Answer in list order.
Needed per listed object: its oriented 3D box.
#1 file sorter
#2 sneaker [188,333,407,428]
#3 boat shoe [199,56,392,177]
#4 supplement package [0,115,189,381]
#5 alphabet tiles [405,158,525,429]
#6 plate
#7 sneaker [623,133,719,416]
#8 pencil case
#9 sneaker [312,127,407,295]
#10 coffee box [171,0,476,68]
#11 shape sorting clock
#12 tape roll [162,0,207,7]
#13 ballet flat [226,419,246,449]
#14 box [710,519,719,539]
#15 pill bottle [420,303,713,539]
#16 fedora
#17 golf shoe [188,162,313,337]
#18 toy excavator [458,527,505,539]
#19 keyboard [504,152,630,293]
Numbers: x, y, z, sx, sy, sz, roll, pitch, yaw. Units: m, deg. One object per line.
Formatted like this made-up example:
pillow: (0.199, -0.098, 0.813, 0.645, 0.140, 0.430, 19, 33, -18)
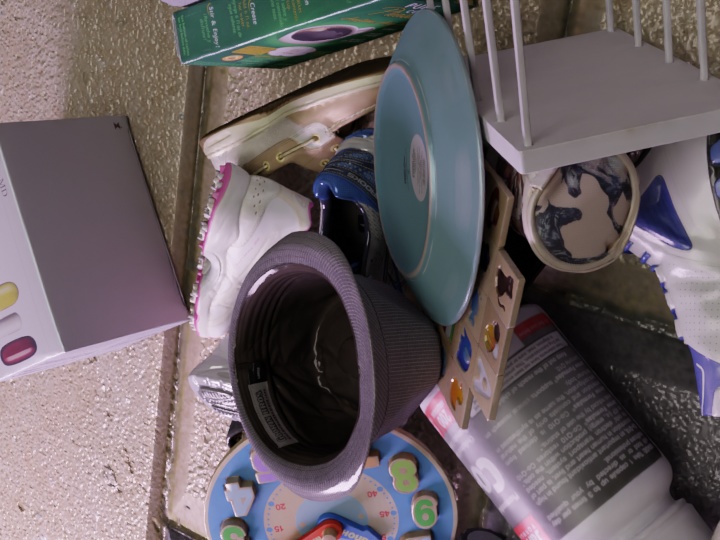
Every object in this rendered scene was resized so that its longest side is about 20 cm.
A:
file sorter: (0.121, -0.156, 0.688, 0.200, 0.137, 0.126, -117, 16, -64)
sneaker: (-0.043, 0.076, 0.957, 0.198, 0.100, 0.078, 10, 147, 28)
boat shoe: (-0.036, -0.111, 0.934, 0.198, 0.074, 0.067, -17, 105, 36)
supplement package: (-0.268, -0.023, 1.057, 0.110, 0.155, 0.202, -21, 86, 35)
alphabet tiles: (0.059, -0.004, 0.763, 0.201, 0.006, 0.168, -116, 29, -55)
plate: (0.036, -0.064, 0.757, 0.200, 0.025, 0.203, 175, 90, -77)
sneaker: (0.214, -0.011, 0.771, 0.114, 0.080, 0.202, -1, 92, 39)
pencil case: (0.103, -0.065, 0.748, 0.078, 0.089, 0.200, -59, 23, 9)
sneaker: (0.000, 0.000, 0.896, 0.076, 0.085, 0.202, 5, 120, 34)
coffee box: (-0.027, -0.193, 0.876, 0.198, 0.122, 0.045, -9, 91, 37)
shape sorting clock: (-0.023, 0.194, 0.916, 0.197, 0.039, 0.202, 0, 123, -1)
tape roll: (-0.056, -0.243, 0.836, 0.199, 0.199, 0.067, -10, 94, 36)
ballet flat: (-0.031, 0.163, 0.975, 0.198, 0.068, 0.069, 19, 134, 33)
box: (0.251, 0.256, 0.786, 0.095, 0.077, 0.202, 32, 116, 27)
pill bottle: (0.141, 0.133, 0.819, 0.201, 0.113, 0.114, 52, 123, 17)
fedora: (-0.011, 0.062, 0.804, 0.199, 0.089, 0.179, -21, 76, 55)
golf shoe: (-0.092, -0.002, 0.975, 0.090, 0.076, 0.201, 11, 144, -7)
toy excavator: (0.041, 0.265, 0.863, 0.193, 0.199, 0.101, 29, 114, 27)
keyboard: (0.145, -0.052, 0.808, 0.039, 0.104, 0.201, 31, 105, -22)
